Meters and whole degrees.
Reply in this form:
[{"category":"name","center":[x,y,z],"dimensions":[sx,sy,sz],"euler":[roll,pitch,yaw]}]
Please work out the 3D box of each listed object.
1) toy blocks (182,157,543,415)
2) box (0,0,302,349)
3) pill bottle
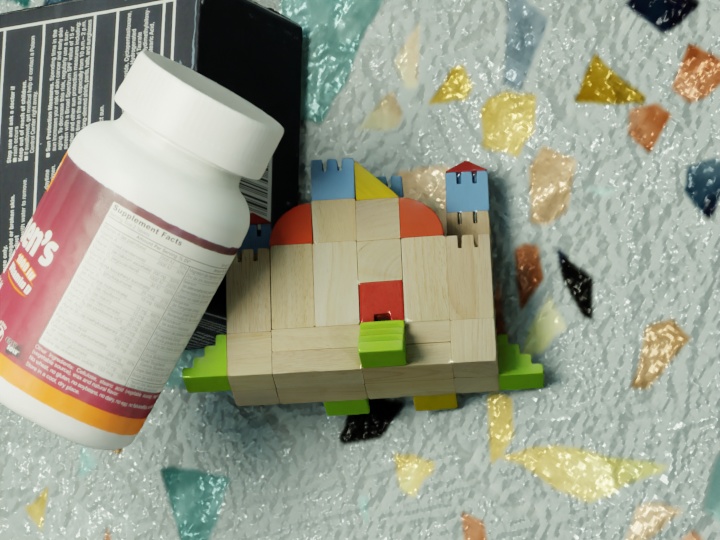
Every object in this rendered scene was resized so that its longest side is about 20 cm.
[{"category":"toy blocks","center":[0.000,0.000,1.601],"dimensions":[0.198,0.100,0.138],"euler":[-4,68,3]},{"category":"box","center":[-0.147,-0.056,1.715],"dimensions":[0.197,0.123,0.202],"euler":[-5,76,31]},{"category":"pill bottle","center":[-0.128,-0.012,1.555],"dimensions":[0.109,0.109,0.201],"euler":[34,99,35]}]
